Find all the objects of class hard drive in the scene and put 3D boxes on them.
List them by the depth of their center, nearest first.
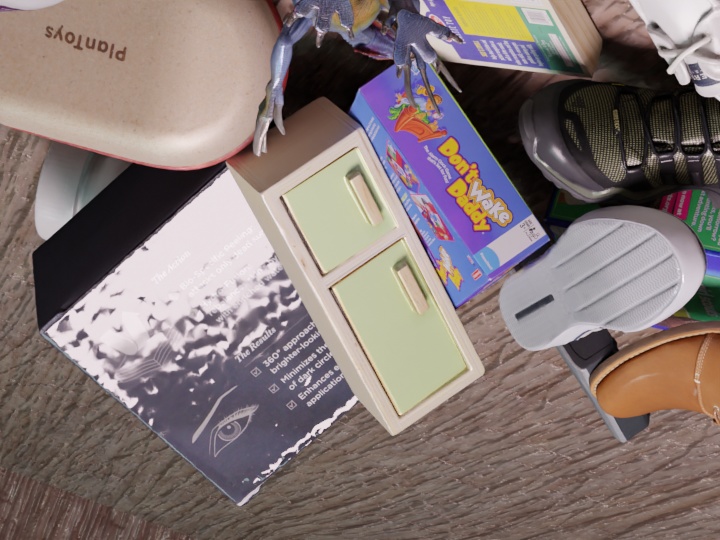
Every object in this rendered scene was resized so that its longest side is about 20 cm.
[{"bbox_3d":[0.138,0.031,1.478,0.140,0.033,0.200,58,-177,23],"label":"hard drive"}]

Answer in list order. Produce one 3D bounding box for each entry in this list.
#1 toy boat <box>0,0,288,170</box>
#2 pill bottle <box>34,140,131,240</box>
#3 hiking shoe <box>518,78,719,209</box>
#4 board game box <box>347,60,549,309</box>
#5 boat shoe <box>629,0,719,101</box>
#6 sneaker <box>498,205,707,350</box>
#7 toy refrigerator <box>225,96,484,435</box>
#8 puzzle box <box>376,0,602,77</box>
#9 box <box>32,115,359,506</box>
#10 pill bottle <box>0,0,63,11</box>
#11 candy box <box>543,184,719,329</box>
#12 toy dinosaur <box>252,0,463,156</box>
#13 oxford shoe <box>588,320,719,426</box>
[{"bbox_3d":[-0.138,-0.140,1.340,0.199,0.131,0.131,16,-167,9],"label":"toy boat"},{"bbox_3d":[-0.129,-0.041,1.602,0.199,0.110,0.110,15,163,9],"label":"pill bottle"},{"bbox_3d":[0.186,-0.082,1.219,0.199,0.076,0.101,7,152,-24],"label":"hiking shoe"},{"bbox_3d":[0.044,-0.048,1.346,0.135,0.045,0.200,56,171,3],"label":"board game box"},{"bbox_3d":[0.185,-0.121,1.111,0.199,0.066,0.073,29,160,-30],"label":"boat shoe"},{"bbox_3d":[0.149,-0.004,1.269,0.073,0.071,0.200,65,156,-2],"label":"sneaker"},{"bbox_3d":[0.000,0.000,1.362,0.201,0.076,0.070,62,170,-31],"label":"toy refrigerator"},{"bbox_3d":[0.042,-0.167,1.184,0.132,0.026,0.200,9,161,26],"label":"puzzle box"},{"bbox_3d":[-0.082,0.013,1.471,0.200,0.196,0.118,44,-168,-27],"label":"box"},{"bbox_3d":[-0.208,-0.197,1.201,0.199,0.113,0.112,3,157,41],"label":"pill bottle"},{"bbox_3d":[0.233,-0.011,1.377,0.199,0.077,0.169,11,162,22],"label":"candy box"},{"bbox_3d":[0.007,-0.148,1.155,0.104,0.201,0.182,7,-161,-7],"label":"toy dinosaur"},{"bbox_3d":[0.223,0.070,1.321,0.199,0.072,0.071,-14,155,38],"label":"oxford shoe"}]
